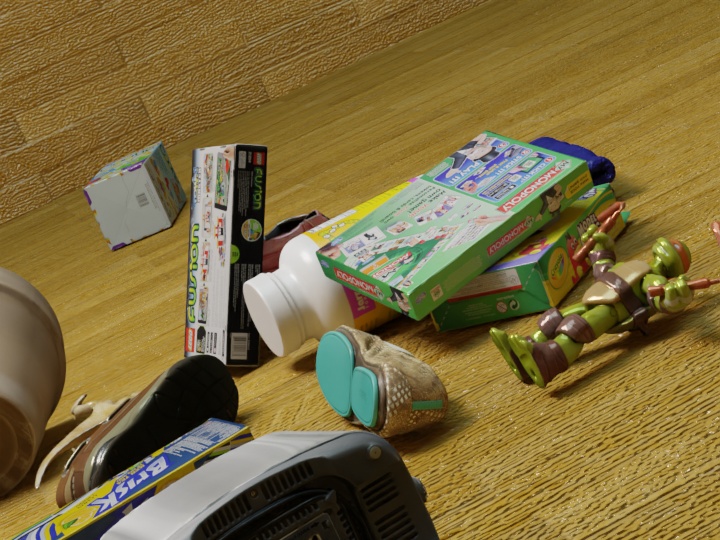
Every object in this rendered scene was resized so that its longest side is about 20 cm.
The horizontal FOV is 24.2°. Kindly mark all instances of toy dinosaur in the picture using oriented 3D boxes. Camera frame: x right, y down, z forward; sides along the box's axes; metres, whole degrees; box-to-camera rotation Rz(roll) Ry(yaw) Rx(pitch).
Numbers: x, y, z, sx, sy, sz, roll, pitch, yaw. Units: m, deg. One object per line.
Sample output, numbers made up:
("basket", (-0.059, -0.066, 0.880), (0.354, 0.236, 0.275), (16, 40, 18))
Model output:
("toy dinosaur", (-0.210, 0.126, 1.402), (0.199, 0.059, 0.101), (-22, -2, -37))

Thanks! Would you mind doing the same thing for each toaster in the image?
("toaster", (-0.062, 0.164, 0.909), (0.199, 0.114, 0.129), (-30, 11, -21))

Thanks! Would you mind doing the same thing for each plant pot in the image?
("plant pot", (-0.357, 0.117, 1.506), (0.199, 0.201, 0.174), (-24, 30, -4))

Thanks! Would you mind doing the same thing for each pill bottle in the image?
("pill bottle", (0.000, 0.000, 1.482), (0.199, 0.105, 0.104), (-28, 13, -17))

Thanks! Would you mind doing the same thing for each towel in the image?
("towel", (0.161, -0.071, 1.636), (0.147, 0.050, 0.200), (-31, 14, -4))

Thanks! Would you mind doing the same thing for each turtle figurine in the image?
("turtle figurine", (0.173, 0.020, 1.188), (0.161, 0.065, 0.200), (-33, 22, -8))

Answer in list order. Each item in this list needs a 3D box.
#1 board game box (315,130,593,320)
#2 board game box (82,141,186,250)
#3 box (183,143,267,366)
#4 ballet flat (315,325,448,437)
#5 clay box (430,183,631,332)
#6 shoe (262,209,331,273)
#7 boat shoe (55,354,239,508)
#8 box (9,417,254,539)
("board game box", (0.077, -0.042, 1.393), (0.200, 0.029, 0.134), (-36, 34, -22))
("board game box", (-0.343, -0.116, 2.566), (0.102, 0.105, 0.200), (-22, 12, 6))
("box", (-0.127, -0.015, 1.566), (0.034, 0.202, 0.110), (2, 1, -26))
("ballet flat", (0.017, 0.084, 1.239), (0.065, 0.071, 0.200), (2, 10, -14))
("clay box", (0.146, -0.018, 1.426), (0.114, 0.048, 0.200), (-13, 17, 33))
("shoe", (-0.015, -0.021, 1.611), (0.199, 0.092, 0.071), (-25, 12, -27))
("boat shoe", (-0.172, 0.130, 1.327), (0.074, 0.076, 0.200), (-18, 12, 34))
("box", (-0.153, 0.177, 1.104), (0.199, 0.070, 0.064), (-29, 13, -26))
